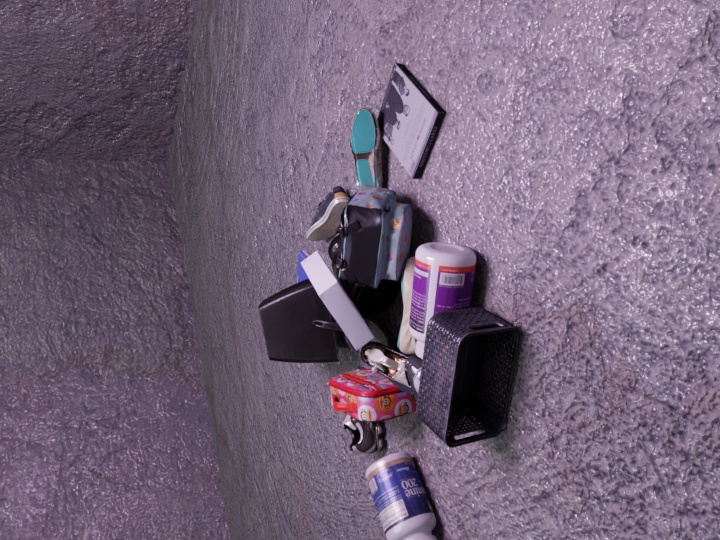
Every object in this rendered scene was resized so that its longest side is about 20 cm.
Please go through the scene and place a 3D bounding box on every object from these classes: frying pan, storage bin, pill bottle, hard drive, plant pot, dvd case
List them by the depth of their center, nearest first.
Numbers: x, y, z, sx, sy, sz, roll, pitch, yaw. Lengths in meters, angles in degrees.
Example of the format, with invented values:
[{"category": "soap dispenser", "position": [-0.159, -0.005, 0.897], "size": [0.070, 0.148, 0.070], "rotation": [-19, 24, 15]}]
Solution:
[{"category": "storage bin", "position": [0.180, 0.177, 1.027], "size": [0.093, 0.132, 0.205], "rotation": [31, 120, 57]}, {"category": "pill bottle", "position": [0.147, 0.058, 1.106], "size": [0.112, 0.110, 0.205], "rotation": [29, 119, 58]}, {"category": "dvd case", "position": [0.096, -0.310, 1.255], "size": [0.202, 0.024, 0.152], "rotation": [61, 143, 40]}, {"category": "pill bottle", "position": [0.091, 0.497, 1.265], "size": [0.203, 0.109, 0.112], "rotation": [67, 146, 33]}, {"category": "pill bottle", "position": [0.000, 0.000, 1.384], "size": [0.201, 0.109, 0.114], "rotation": [53, 137, 47]}, {"category": "frying pan", "position": [-0.015, 0.152, 1.422], "size": [0.186, 0.031, 0.118], "rotation": [-15, 93, 26]}, {"category": "plant pot", "position": [-0.158, 0.132, 1.542], "size": [0.200, 0.173, 0.205], "rotation": [-145, 43, -84]}, {"category": "hard drive", "position": [-0.137, 0.042, 1.747], "size": [0.200, 0.025, 0.135], "rotation": [42, 129, 54]}]

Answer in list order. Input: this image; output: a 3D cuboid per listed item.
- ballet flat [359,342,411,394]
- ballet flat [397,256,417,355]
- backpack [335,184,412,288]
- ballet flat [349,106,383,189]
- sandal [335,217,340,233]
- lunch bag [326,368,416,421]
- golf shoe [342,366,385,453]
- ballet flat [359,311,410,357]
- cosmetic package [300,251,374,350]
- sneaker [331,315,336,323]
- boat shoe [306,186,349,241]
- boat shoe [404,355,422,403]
[{"category": "ballet flat", "position": [0.075, 0.198, 1.231], "size": [0.197, 0.072, 0.075], "rotation": [24, 116, 34]}, {"category": "ballet flat", "position": [0.118, 0.076, 1.229], "size": [0.069, 0.068, 0.205], "rotation": [28, 119, 58]}, {"category": "backpack", "position": [0.031, -0.080, 1.250], "size": [0.201, 0.149, 0.180], "rotation": [-81, -6, -62]}, {"category": "ballet flat", "position": [0.016, -0.260, 1.353], "size": [0.074, 0.064, 0.205], "rotation": [5, 110, 19]}, {"category": "sandal", "position": [-0.006, -0.133, 1.435], "size": [0.200, 0.080, 0.056], "rotation": [146, 130, -67]}, {"category": "lunch bag", "position": [0.016, 0.271, 1.314], "size": [0.199, 0.172, 0.084], "rotation": [1, 97, 61]}, {"category": "golf shoe", "position": [0.000, 0.332, 1.445], "size": [0.078, 0.092, 0.205], "rotation": [-41, 56, 58]}, {"category": "ballet flat", "position": [0.035, 0.152, 1.340], "size": [0.199, 0.056, 0.068], "rotation": [37, 118, 34]}, {"category": "cosmetic package", "position": [-0.052, 0.059, 1.282], "size": [0.152, 0.051, 0.200], "rotation": [55, 178, -25]}, {"category": "sneaker", "position": [-0.031, 0.073, 1.488], "size": [0.199, 0.077, 0.081], "rotation": [-35, 68, 61]}, {"category": "boat shoe", "position": [-0.085, -0.144, 1.581], "size": [0.200, 0.073, 0.064], "rotation": [-50, 45, 47]}, {"category": "boat shoe", "position": [0.126, 0.223, 1.139], "size": [0.056, 0.068, 0.202], "rotation": [39, 161, 36]}]
